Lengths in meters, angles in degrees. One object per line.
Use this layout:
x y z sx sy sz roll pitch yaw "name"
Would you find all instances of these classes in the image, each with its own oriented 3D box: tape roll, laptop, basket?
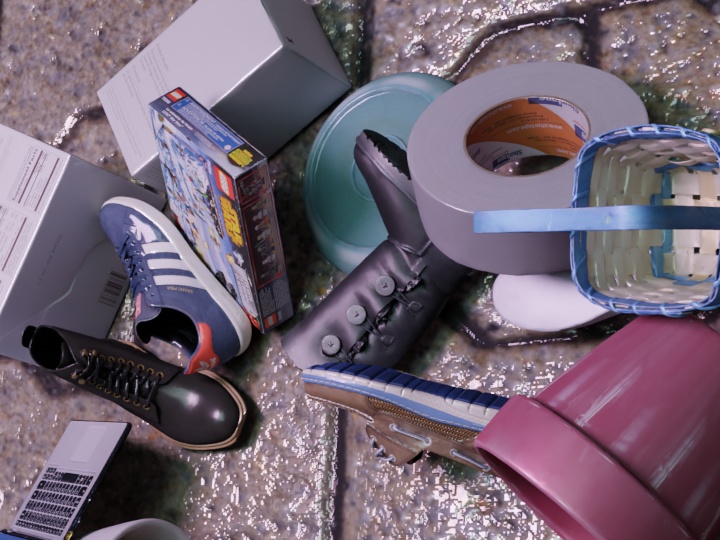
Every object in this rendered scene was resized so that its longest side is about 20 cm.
0.141 -0.087 1.511 0.199 0.066 0.201 -7 41 7 "tape roll"
-0.332 0.200 1.702 0.201 0.116 0.187 -61 21 -16 "laptop"
0.205 -0.037 1.344 0.176 0.199 0.140 3 97 49 "basket"

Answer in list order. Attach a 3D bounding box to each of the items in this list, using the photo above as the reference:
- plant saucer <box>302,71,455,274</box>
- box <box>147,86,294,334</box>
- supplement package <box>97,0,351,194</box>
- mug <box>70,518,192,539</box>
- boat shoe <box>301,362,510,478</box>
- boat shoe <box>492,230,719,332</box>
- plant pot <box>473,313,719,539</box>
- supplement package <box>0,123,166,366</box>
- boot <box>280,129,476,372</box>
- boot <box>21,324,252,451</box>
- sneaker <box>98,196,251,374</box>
0.024 -0.091 1.681 0.199 0.027 0.201 -11 70 31 "plant saucer"
-0.126 -0.053 1.676 0.040 0.201 0.137 -32 51 -22 "box"
-0.131 -0.173 1.755 0.200 0.117 0.117 -38 56 19 "supplement package"
-0.250 0.310 1.659 0.153 0.186 0.150 -8 107 41 "mug"
0.040 0.128 1.549 0.199 0.072 0.073 13 99 18 "boat shoe"
0.205 0.012 1.507 0.199 0.057 0.069 -12 78 31 "boat shoe"
0.215 0.131 1.390 0.179 0.200 0.200 -48 54 -6 "plant pot"
-0.312 -0.017 1.805 0.111 0.156 0.201 24 89 34 "supplement package"
0.001 0.001 1.620 0.165 0.066 0.200 46 110 18 "boot"
-0.212 0.109 1.709 0.199 0.138 0.078 16 85 36 "boot"
-0.193 0.015 1.721 0.200 0.084 0.075 44 146 18 "sneaker"
